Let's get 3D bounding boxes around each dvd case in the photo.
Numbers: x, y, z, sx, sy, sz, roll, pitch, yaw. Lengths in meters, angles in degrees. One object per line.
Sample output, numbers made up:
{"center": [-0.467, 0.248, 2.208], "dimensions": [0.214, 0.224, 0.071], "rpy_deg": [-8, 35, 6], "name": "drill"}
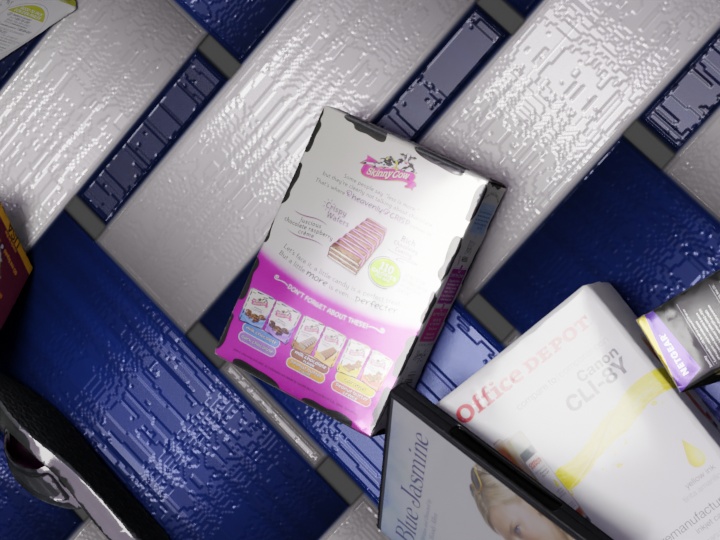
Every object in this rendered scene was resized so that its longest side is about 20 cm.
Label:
{"center": [0.088, 0.179, 1.031], "dimensions": [0.200, 0.018, 0.143], "rpy_deg": [36, 140, 33], "name": "dvd case"}

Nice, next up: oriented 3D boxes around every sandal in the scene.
{"center": [-0.227, 0.159, 1.173], "dimensions": [0.048, 0.075, 0.200], "rpy_deg": [-46, 77, 7], "name": "sandal"}

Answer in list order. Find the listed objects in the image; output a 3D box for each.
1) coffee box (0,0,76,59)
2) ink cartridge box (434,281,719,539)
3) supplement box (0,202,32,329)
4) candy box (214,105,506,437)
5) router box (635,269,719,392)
{"center": [-0.373, -0.248, 1.166], "dimensions": [0.198, 0.200, 0.200], "rpy_deg": [-31, 80, 14], "name": "coffee box"}
{"center": [0.165, 0.127, 1.043], "dimensions": [0.145, 0.083, 0.200], "rpy_deg": [-40, 78, 14], "name": "ink cartridge box"}
{"center": [-0.340, 0.038, 1.151], "dimensions": [0.110, 0.086, 0.200], "rpy_deg": [0, 45, 18], "name": "supplement box"}
{"center": [0.000, 0.000, 1.112], "dimensions": [0.136, 0.061, 0.200], "rpy_deg": [27, 97, 17], "name": "candy box"}
{"center": [0.263, 0.012, 0.953], "dimensions": [0.157, 0.200, 0.052], "rpy_deg": [-33, 78, 15], "name": "router box"}
